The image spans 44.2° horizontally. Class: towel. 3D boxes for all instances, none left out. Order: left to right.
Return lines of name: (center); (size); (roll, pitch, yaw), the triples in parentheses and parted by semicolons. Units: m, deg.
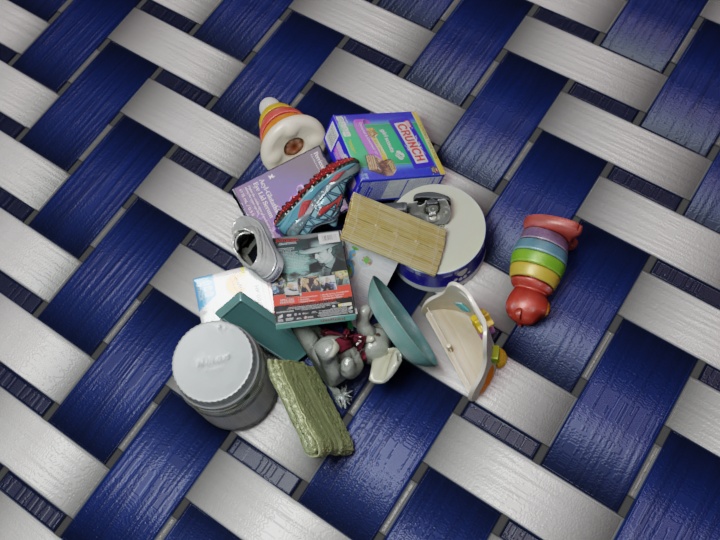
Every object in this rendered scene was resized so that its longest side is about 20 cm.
towel: (-0.091, 0.245, 1.587); (0.036, 0.148, 0.201); (-38, 66, 17)

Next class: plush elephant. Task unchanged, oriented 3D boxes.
plush elephant: (-0.011, 0.137, 1.609); (0.154, 0.201, 0.164); (-34, 30, -13)

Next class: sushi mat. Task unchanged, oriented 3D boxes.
sushi mat: (0.063, -0.066, 1.649); (0.198, 0.012, 0.097); (21, 71, -13)

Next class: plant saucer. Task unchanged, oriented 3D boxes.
plant saucer: (-0.172, 0.112, 1.626); (0.070, 0.200, 0.019); (-39, 35, 18)
plant saucer: (0.069, 0.100, 1.612); (0.036, 0.200, 0.201); (-36, 65, 7)

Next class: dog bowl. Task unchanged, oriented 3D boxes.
dog bowl: (0.149, -0.065, 1.739); (0.197, 0.079, 0.202); (-2, 64, 5)

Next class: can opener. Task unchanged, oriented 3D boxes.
can opener: (0.076, -0.114, 1.709); (0.197, 0.054, 0.067); (-3, 32, 5)

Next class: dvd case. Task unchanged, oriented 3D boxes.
dvd case: (-0.091, 0.013, 1.599); (0.144, 0.022, 0.202); (-7, 52, -6)

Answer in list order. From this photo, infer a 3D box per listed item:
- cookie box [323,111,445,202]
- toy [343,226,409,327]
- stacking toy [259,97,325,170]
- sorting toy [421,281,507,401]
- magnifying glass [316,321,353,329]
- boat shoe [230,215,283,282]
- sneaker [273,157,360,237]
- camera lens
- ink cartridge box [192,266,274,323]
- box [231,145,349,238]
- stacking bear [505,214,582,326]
cookie box: (0.048, -0.231, 1.790); (0.198, 0.075, 0.173); (-8, 60, -28)
toy: (0.000, 0.000, 1.700); (0.114, 0.047, 0.202); (26, 106, -4)
stacking toy: (-0.171, -0.308, 1.879); (0.145, 0.147, 0.201); (-27, 49, -7)
sorting toy: (0.197, 0.103, 1.597); (0.106, 0.180, 0.201); (-25, 65, -6)
magnifying glass: (-0.085, 0.066, 1.671); (0.079, 0.022, 0.201); (-38, 106, -16)
boat shoe: (-0.202, -0.053, 1.620); (0.074, 0.065, 0.200); (-54, 38, 6)
sneaker: (-0.068, -0.131, 1.689); (0.200, 0.079, 0.096); (-42, 111, 1)
camera lens: (-0.240, 0.190, 1.589); (0.158, 0.200, 0.162); (-2, 68, 6)
ink cartridge box: (-0.203, 0.051, 1.664); (0.197, 0.068, 0.117); (-14, 84, -2)
box: (-0.134, -0.133, 1.766); (0.198, 0.104, 0.149); (-29, 85, -7)
stacking bear: (0.333, 0.007, 1.673); (0.112, 0.122, 0.202); (17, 75, 12)
